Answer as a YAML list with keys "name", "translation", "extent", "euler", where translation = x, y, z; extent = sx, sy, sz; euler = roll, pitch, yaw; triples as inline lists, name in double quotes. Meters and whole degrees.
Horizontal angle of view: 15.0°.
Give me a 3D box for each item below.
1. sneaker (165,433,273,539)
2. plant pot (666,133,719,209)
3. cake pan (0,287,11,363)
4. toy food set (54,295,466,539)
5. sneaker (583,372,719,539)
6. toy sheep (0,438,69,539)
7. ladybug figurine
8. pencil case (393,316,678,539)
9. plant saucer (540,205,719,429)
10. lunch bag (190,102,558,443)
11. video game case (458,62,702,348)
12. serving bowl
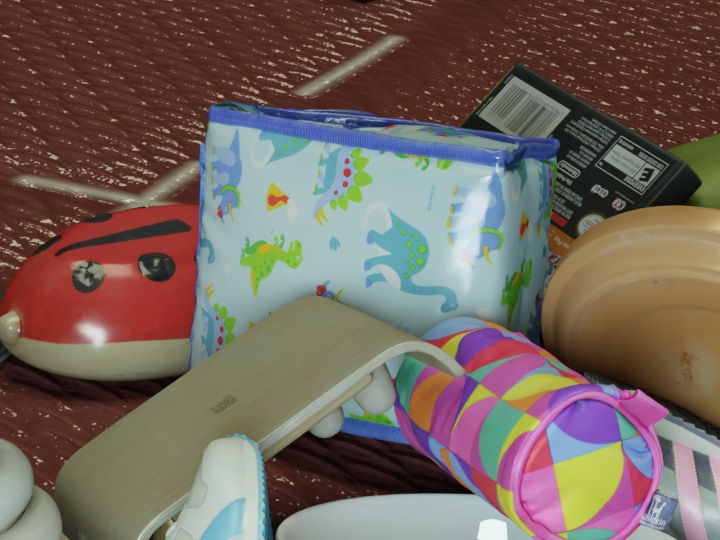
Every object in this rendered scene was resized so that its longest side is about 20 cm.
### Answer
- name: "sneaker"
  translation: [-0.080, 0.156, 1.223]
  extent: [0.080, 0.077, 0.201]
  euler: [2, 50, 7]
- name: "plant pot"
  translation: [0.280, -0.024, 1.653]
  extent: [0.189, 0.201, 0.200]
  euler: [-8, 22, 7]
- name: "cake pan"
  translation: [-0.305, 0.023, 1.652]
  extent: [0.199, 0.037, 0.200]
  euler: [1, 23, 0]
- name: "toy food set"
  translation: [-0.054, 0.091, 1.377]
  extent: [0.200, 0.061, 0.143]
  euler: [-35, 19, -12]
- name: "sneaker"
  translation: [0.188, 0.131, 1.411]
  extent: [0.199, 0.082, 0.070]
  euler: [28, 6, 10]
- name: "toy sheep"
  translation: [-0.184, 0.135, 1.180]
  extent: [0.137, 0.201, 0.138]
  euler: [-5, 21, 2]
- name: "ladybug figurine"
  translation: [-0.128, 0.009, 1.642]
  extent: [0.199, 0.072, 0.136]
  euler: [-15, 33, -38]
- name: "pencil case"
  translation: [0.082, 0.078, 1.344]
  extent: [0.088, 0.089, 0.200]
  euler: [-6, 12, -18]
- name: "plant saucer"
  translation: [0.187, 0.051, 1.429]
  extent: [0.199, 0.201, 0.032]
  euler: [11, 48, 21]
- name: "lunch bag"
  translation: [0.000, 0.000, 1.535]
  extent: [0.199, 0.171, 0.127]
  euler: [7, 7, 20]
- name: "video game case"
  translation: [0.090, -0.025, 1.668]
  extent: [0.181, 0.026, 0.200]
  euler: [-47, 35, -3]
- name: "serving bowl"
  translation: [0.057, 0.159, 1.292]
  extent: [0.199, 0.066, 0.200]
  euler: [4, 8, -1]
